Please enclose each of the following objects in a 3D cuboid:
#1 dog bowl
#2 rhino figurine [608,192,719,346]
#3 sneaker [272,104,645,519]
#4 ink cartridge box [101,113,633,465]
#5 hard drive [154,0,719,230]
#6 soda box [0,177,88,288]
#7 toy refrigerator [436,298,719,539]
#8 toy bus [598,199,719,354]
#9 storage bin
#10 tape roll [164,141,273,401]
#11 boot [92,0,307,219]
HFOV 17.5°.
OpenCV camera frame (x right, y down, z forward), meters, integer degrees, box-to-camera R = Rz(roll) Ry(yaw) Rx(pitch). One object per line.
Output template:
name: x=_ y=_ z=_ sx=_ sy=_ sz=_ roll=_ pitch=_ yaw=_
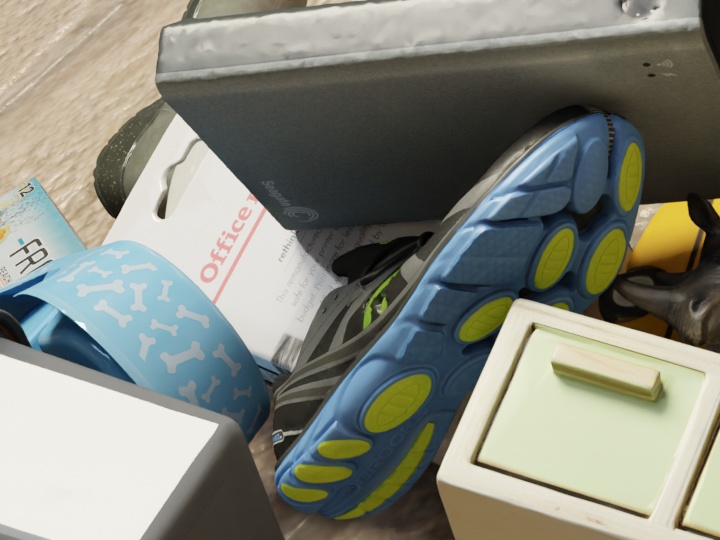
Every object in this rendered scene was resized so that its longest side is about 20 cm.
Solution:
dog bowl: x=-0.100 y=0.041 z=0.957 sx=0.050 sy=0.111 sz=0.200 roll=-41 pitch=11 yaw=-20
rhino figurine: x=0.188 y=0.007 z=0.847 sx=0.200 sy=0.060 sz=0.087 roll=1 pitch=38 yaw=-6
sneaker: x=0.025 y=0.007 z=0.857 sx=0.200 sy=0.071 sz=0.083 roll=-49 pitch=42 yaw=31
ink cartridge box: x=0.000 y=0.000 z=0.978 sx=0.200 sy=0.068 sz=0.116 roll=23 pitch=77 yaw=28
hard drive: x=0.042 y=-0.060 z=0.868 sx=0.200 sy=0.140 sz=0.033 roll=-4 pitch=67 yaw=19
soda box: x=-0.148 y=0.029 z=1.147 sx=0.068 sy=0.064 sz=0.200 roll=-33 pitch=33 yaw=-6
toy refrigerator: x=0.133 y=0.078 z=0.772 sx=0.200 sy=0.070 sz=0.076 roll=16 pitch=64 yaw=21
toy bus: x=0.128 y=0.054 z=0.893 sx=0.078 sy=0.065 sz=0.200 roll=-7 pitch=38 yaw=28
storage bin: x=-0.103 y=0.125 z=0.863 sx=0.134 sy=0.200 sz=0.146 roll=11 pitch=49 yaw=30
tape roll: x=0.008 y=-0.030 z=1.054 sx=0.203 sy=0.037 sz=0.203 roll=-9 pitch=62 yaw=18
boot: x=-0.046 y=-0.099 z=1.236 sx=0.131 sy=0.068 sz=0.200 roll=-4 pitch=48 yaw=44
